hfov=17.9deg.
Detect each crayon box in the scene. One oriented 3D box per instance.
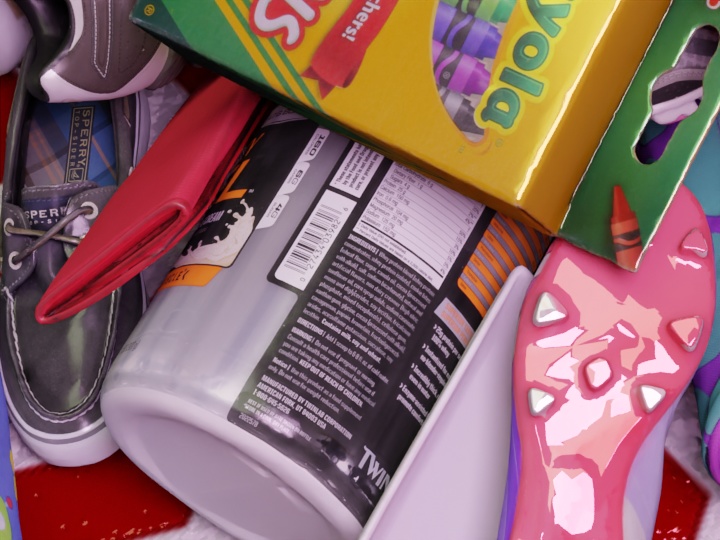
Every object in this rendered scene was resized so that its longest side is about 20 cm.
[{"bbox_3d":[0.033,-0.099,0.787,0.199,0.051,0.127,26,89,24],"label":"crayon box"}]

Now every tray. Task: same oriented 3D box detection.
[{"bbox_3d":[0.030,0.107,0.801,0.022,0.107,0.201,6,56,45],"label":"tray"}]

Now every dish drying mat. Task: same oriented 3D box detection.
[{"bbox_3d":[-0.068,-0.043,0.888,0.077,0.018,0.200,-35,14,24],"label":"dish drying mat"}]

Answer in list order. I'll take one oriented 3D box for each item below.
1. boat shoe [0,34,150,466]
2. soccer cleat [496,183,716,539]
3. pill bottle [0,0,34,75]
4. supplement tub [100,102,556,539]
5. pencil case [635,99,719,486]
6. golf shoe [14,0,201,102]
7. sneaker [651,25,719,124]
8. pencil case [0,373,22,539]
[{"bbox_3d":[-0.119,-0.020,0.935,0.070,0.066,0.201,-4,57,11],"label":"boat shoe"},{"bbox_3d":[0.080,0.065,0.797,0.066,0.077,0.201,10,76,3],"label":"soccer cleat"},{"bbox_3d":[-0.134,-0.195,1.020,0.119,0.120,0.200,33,70,29],"label":"pill bottle"},{"bbox_3d":[0.000,0.000,0.859,0.122,0.123,0.201,20,64,24],"label":"supplement tub"},{"bbox_3d":[0.150,-0.019,0.853,0.085,0.093,0.201,-13,55,7],"label":"pencil case"},{"bbox_3d":[-0.128,-0.162,0.914,0.094,0.078,0.201,-26,95,-23],"label":"golf shoe"},{"bbox_3d":[0.136,-0.127,0.816,0.199,0.088,0.074,-32,54,-5],"label":"sneaker"},{"bbox_3d":[-0.171,0.084,0.868,0.078,0.087,0.201,-29,55,20],"label":"pencil case"}]
